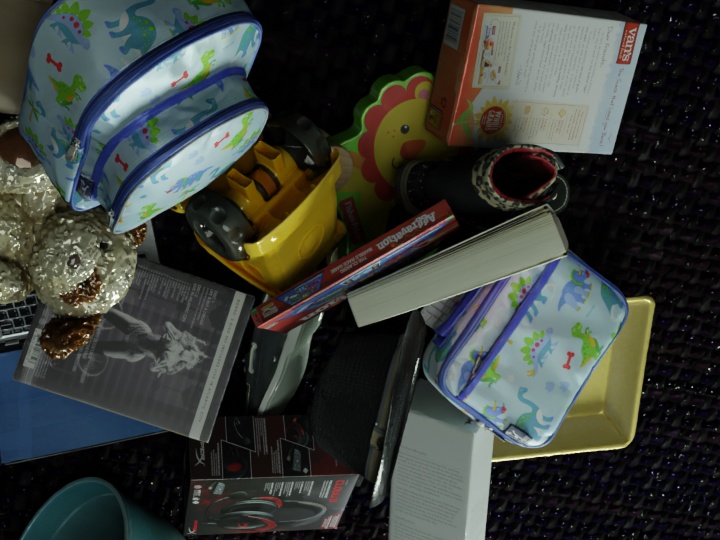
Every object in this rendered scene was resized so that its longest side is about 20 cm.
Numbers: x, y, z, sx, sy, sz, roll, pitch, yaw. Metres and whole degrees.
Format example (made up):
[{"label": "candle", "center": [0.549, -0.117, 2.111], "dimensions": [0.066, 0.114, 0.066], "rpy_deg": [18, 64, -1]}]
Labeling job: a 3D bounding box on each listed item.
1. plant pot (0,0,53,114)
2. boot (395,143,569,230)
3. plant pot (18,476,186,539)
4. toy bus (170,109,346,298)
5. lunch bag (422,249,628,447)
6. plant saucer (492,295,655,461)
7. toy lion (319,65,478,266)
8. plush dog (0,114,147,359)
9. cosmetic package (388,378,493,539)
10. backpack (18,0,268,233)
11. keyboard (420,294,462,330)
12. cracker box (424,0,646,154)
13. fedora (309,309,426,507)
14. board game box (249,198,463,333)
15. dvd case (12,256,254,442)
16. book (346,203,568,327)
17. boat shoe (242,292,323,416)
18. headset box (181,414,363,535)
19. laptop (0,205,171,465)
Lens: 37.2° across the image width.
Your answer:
[{"label": "plant pot", "center": [-0.281, -0.232, 0.880], "dimensions": [0.197, 0.202, 0.175], "rpy_deg": [15, 127, -19]}, {"label": "boot", "center": [0.153, -0.078, 1.023], "dimensions": [0.201, 0.153, 0.075], "rpy_deg": [2, 88, -29]}, {"label": "plant pot", "center": [-0.254, 0.353, 1.166], "dimensions": [0.200, 0.201, 0.187], "rpy_deg": [-44, 131, 11]}, {"label": "toy bus", "center": [-0.110, -0.063, 1.016], "dimensions": [0.136, 0.199, 0.193], "rpy_deg": [-48, 152, -20]}, {"label": "lunch bag", "center": [0.168, 0.070, 1.111], "dimensions": [0.160, 0.082, 0.201], "rpy_deg": [37, 88, -19]}, {"label": "plant saucer", "center": [0.226, 0.116, 1.230], "dimensions": [0.197, 0.049, 0.203], "rpy_deg": [-4, 115, -11]}, {"label": "toy lion", "center": [0.039, -0.096, 1.083], "dimensions": [0.189, 0.069, 0.202], "rpy_deg": [-23, 119, -10]}, {"label": "plush dog", "center": [-0.288, -0.021, 0.977], "dimensions": [0.170, 0.160, 0.202], "rpy_deg": [28, 85, -18]}, {"label": "cosmetic package", "center": [0.092, 0.237, 1.221], "dimensions": [0.100, 0.071, 0.203], "rpy_deg": [15, 119, 24]}, {"label": "backpack", "center": [-0.159, -0.139, 0.830], "dimensions": [0.182, 0.200, 0.148], "rpy_deg": [-35, 81, -28]}, {"label": "keyboard", "center": [0.151, 0.079, 1.162], "dimensions": [0.199, 0.011, 0.056], "rpy_deg": [34, 104, -24]}, {"label": "cracker box", "center": [0.171, -0.189, 1.043], "dimensions": [0.197, 0.058, 0.136], "rpy_deg": [0, 114, -25]}, {"label": "fedora", "center": [0.003, 0.128, 1.056], "dimensions": [0.090, 0.201, 0.203], "rpy_deg": [15, 114, 6]}, {"label": "board game box", "center": [0.000, 0.000, 0.975], "dimensions": [0.198, 0.103, 0.020], "rpy_deg": [-30, 80, 6]}, {"label": "dvd case", "center": [-0.219, 0.065, 1.043], "dimensions": [0.197, 0.016, 0.151], "rpy_deg": [19, 84, -5]}, {"label": "book", "center": [0.096, 0.000, 1.006], "dimensions": [0.198, 0.133, 0.049], "rpy_deg": [-23, 86, 12]}, {"label": "boat shoe", "center": [-0.092, 0.088, 1.139], "dimensions": [0.060, 0.075, 0.202], "rpy_deg": [32, 121, 15]}, {"label": "headset box", "center": [-0.092, 0.222, 1.161], "dimensions": [0.197, 0.076, 0.149], "rpy_deg": [1, 145, -14]}, {"label": "laptop", "center": [-0.280, 0.058, 1.048], "dimensions": [0.184, 0.116, 0.203], "rpy_deg": [-11, 118, -8]}]
